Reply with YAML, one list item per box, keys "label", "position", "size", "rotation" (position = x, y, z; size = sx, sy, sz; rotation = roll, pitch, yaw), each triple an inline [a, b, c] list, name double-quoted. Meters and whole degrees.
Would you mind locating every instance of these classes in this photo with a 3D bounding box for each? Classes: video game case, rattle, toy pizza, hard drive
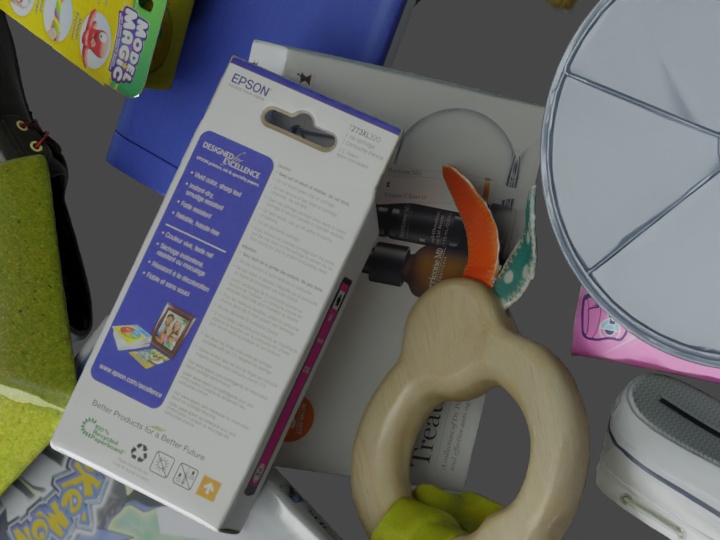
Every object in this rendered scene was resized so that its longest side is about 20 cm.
- label: "video game case"
  position: [-0.115, 0.154, 1.087]
  size: [0.182, 0.022, 0.200]
  rotation: [44, 106, 19]
- label: "rattle"
  position: [0.080, 0.065, 1.110]
  size: [0.130, 0.142, 0.201]
  rotation: [-21, 59, 47]
- label: "toy pizza"
  position: [0.179, -0.055, 1.034]
  size: [0.199, 0.032, 0.202]
  rotation: [-1, 87, 22]
- label: "hard drive"
  position: [-0.048, -0.117, 1.187]
  size: [0.131, 0.025, 0.201]
  rotation: [29, 115, 18]

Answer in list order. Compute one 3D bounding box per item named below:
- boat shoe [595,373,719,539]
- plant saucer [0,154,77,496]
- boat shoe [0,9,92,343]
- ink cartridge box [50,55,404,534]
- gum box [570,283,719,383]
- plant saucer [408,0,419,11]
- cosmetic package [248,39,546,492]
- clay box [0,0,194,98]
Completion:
- label: "boat shoe"
  position: [0.203, 0.124, 1.083]
  size: [0.200, 0.073, 0.067]
  rotation: [35, 131, 20]
- label: "plant saucer"
  position: [-0.227, 0.056, 1.156]
  size: [0.200, 0.048, 0.200]
  rotation: [-46, 36, 24]
- label: "boat shoe"
  position: [-0.190, -0.054, 1.258]
  size: [0.063, 0.074, 0.203]
  rotation: [-11, 88, 19]
- label: "ink cartridge box"
  position: [-0.058, 0.011, 1.046]
  size: [0.094, 0.037, 0.201]
  rotation: [24, 90, 19]
- label: "gum box"
  position: [0.179, -0.048, 1.088]
  size: [0.113, 0.066, 0.201]
  rotation: [11, 93, 23]
- label: "plant saucer"
  position: [-0.025, -0.217, 1.188]
  size: [0.199, 0.036, 0.201]
  rotation: [6, 104, 25]
- label: "cosmetic package"
  position: [0.000, 0.000, 1.126]
  size: [0.052, 0.150, 0.201]
  rotation: [-155, 76, -65]
- label: "clay box"
  position: [-0.140, -0.175, 1.202]
  size: [0.200, 0.047, 0.116]
  rotation: [36, 116, 43]
